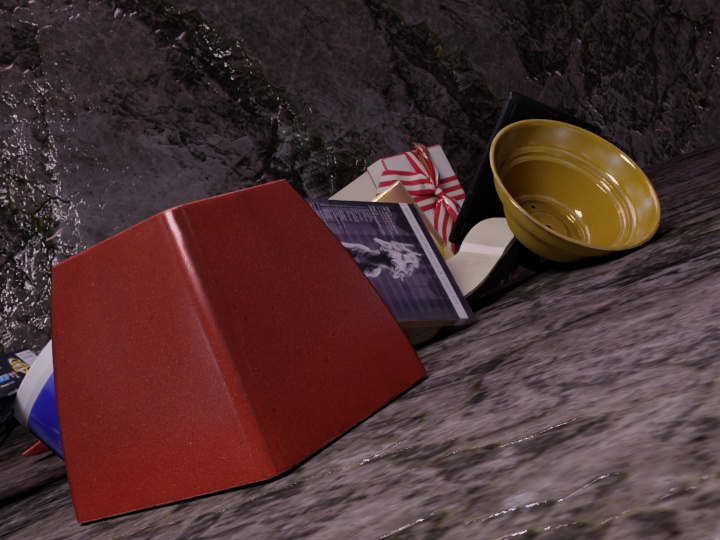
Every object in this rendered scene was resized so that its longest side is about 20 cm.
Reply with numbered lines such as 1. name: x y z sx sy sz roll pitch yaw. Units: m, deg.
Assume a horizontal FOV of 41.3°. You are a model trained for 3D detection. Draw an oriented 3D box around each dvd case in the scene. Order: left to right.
1. dvd case: -0.001 -0.008 0.890 0.199 0.149 0.016 -1 -39 -35

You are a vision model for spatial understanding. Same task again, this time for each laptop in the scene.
1. laptop: 0.209 -0.108 1.182 0.199 0.188 0.116 17 13 -22

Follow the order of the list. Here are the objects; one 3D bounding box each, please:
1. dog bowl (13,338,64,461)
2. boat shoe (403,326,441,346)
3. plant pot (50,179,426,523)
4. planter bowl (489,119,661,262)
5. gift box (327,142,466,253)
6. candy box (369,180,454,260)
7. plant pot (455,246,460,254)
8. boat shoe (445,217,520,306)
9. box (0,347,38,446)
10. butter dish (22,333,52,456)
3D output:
1. dog bowl: -0.245 0.100 0.962 0.200 0.079 0.200 -49 -9 -10
2. boat shoe: 0.042 0.004 0.981 0.071 0.065 0.200 -17 30 9
3. plant pot: -0.104 0.045 0.687 0.199 0.177 0.199 -20 2 34
4. planter bowl: 0.223 -0.071 1.059 0.200 0.201 0.084 -22 -30 -35
5. gift box: 0.066 -0.077 1.494 0.186 0.185 0.200 -32 -2 40
6. candy box: 0.000 0.000 1.125 0.200 0.116 0.055 -37 1 3
7. plant pot: 0.131 -0.071 1.812 0.183 0.201 0.200 -32 0 6
8. boat shoe: 0.116 0.014 1.053 0.073 0.063 0.201 16 38 33
9. box: -0.395 0.175 0.927 0.200 0.046 0.159 -53 0 4
10. butter dish: -0.368 0.137 1.298 0.199 0.148 0.200 -34 -4 27
